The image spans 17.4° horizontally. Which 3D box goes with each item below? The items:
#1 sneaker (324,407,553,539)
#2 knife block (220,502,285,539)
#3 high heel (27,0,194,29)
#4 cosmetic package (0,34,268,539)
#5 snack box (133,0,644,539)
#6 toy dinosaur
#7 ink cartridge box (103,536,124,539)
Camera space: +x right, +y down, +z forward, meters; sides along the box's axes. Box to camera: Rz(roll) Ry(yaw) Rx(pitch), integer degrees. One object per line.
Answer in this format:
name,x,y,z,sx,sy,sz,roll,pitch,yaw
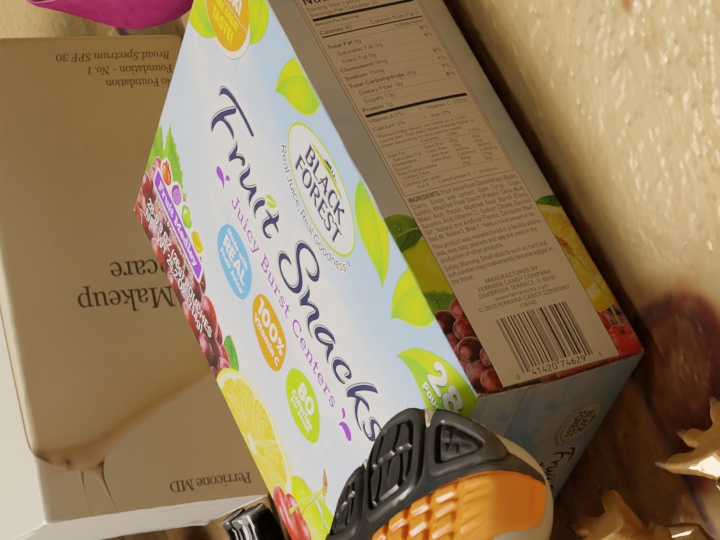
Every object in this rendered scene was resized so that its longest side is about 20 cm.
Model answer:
sneaker,0.028,0.107,0.715,0.200,0.092,0.076,127,161,-58
knife block,-0.034,0.205,0.977,0.176,0.064,0.200,52,146,43
high heel,-0.051,-0.142,0.802,0.067,0.096,0.200,67,153,21
cosmetic package,-0.113,0.008,0.972,0.073,0.103,0.200,-32,67,58
snack box,0.000,0.000,0.799,0.200,0.068,0.169,62,151,26
toy dinosaur,0.116,0.093,0.634,0.106,0.060,0.200,47,162,-18
ink cartridge box,-0.197,0.169,1.079,0.047,0.200,0.198,55,-179,-9
